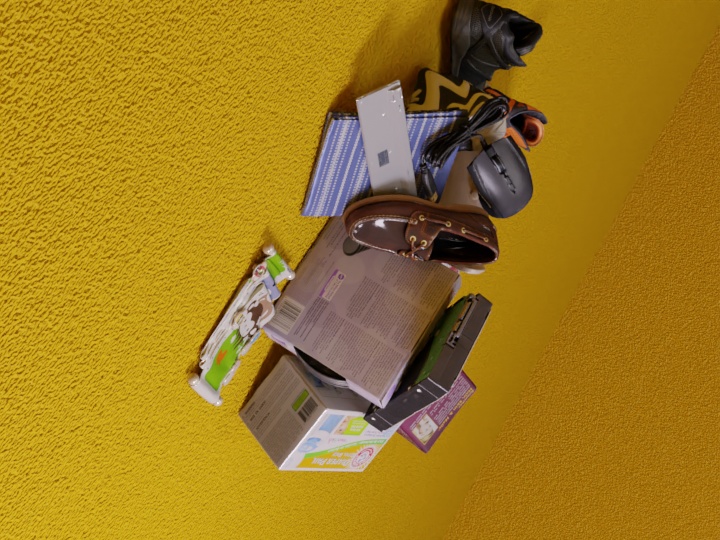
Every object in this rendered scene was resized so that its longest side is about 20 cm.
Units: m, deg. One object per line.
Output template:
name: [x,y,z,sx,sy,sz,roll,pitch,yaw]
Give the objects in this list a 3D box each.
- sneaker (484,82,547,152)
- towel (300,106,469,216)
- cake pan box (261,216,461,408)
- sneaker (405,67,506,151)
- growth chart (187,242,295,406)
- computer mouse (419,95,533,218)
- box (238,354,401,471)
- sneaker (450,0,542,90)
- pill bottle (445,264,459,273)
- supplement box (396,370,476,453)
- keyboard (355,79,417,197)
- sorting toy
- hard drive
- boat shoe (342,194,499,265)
sneaker: [0.227,-0.213,1.969,0.078,0.111,0.200,-60,163,1]
towel: [0.030,-0.131,1.549,0.198,0.024,0.146,-6,131,-31]
cake pan box: [0.001,0.046,1.614,0.201,0.183,0.052,-58,163,-13]
sneaker: [0.073,-0.192,1.639,0.197,0.130,0.080,-23,131,-4]
growth chart: [-0.139,0.067,1.531,0.201,0.018,0.145,-60,163,-3]
computer mouse: [0.149,-0.108,1.598,0.140,0.046,0.201,-34,140,-7]
box: [-0.047,0.193,1.726,0.113,0.101,0.199,-52,149,17]
sneaker: [0.178,-0.282,1.717,0.200,0.113,0.077,84,23,-64]
pill bottle: [0.090,-0.015,1.892,0.113,0.112,0.201,-52,161,-26]
supplement box: [0.067,0.159,1.919,0.131,0.103,0.200,-50,140,-10]
keyboard: [0.033,-0.136,1.523,0.056,0.011,0.201,-21,138,-8]
sorting toy: [0.151,-0.099,1.759,0.180,0.106,0.203,5,93,-63]
hard drive: [0.083,0.117,1.622,0.140,0.038,0.200,-60,-171,-31]
boat shoe: [0.078,-0.044,1.570,0.071,0.198,0.071,113,-29,-47]
